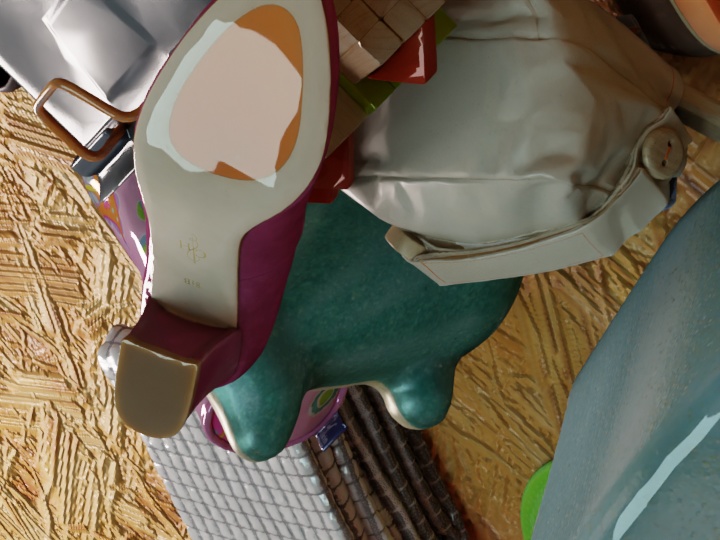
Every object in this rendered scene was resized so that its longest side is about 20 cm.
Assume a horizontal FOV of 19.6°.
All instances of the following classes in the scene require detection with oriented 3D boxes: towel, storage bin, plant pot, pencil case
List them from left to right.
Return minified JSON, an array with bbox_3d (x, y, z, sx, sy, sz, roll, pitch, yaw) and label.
[{"bbox_3d":[-0.099,-0.129,0.818,0.134,0.146,0.200,39,151,-9],"label":"storage bin"},{"bbox_3d":[-0.072,-0.001,1.038,0.087,0.087,0.200,97,150,-47],"label":"pencil case"},{"bbox_3d":[-0.041,0.104,1.166,0.166,0.086,0.200,2,126,48],"label":"towel"},{"bbox_3d":[0.184,0.063,0.762,0.196,0.196,0.200,21,130,2],"label":"plant pot"}]

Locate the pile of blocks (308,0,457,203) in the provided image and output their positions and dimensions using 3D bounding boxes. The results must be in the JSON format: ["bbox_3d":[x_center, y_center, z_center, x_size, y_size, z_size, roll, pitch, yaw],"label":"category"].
[{"bbox_3d":[-0.012,-0.068,0.797,0.062,0.082,0.200,45,144,-6],"label":"pile of blocks"}]

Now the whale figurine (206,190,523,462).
[{"bbox_3d":[0.000,0.000,0.922,0.104,0.200,0.159,-26,100,43],"label":"whale figurine"}]

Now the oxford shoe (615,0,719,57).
[{"bbox_3d":[0.089,-0.164,0.786,0.073,0.071,0.200,-5,119,54],"label":"oxford shoe"}]

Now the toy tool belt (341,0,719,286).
[{"bbox_3d":[0.054,-0.054,0.845,0.200,0.123,0.125,-2,83,51],"label":"toy tool belt"}]

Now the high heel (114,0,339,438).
[{"bbox_3d":[-0.040,-0.036,0.762,0.067,0.096,0.200,19,122,9],"label":"high heel"}]

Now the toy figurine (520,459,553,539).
[{"bbox_3d":[0.099,0.224,1.035,0.150,0.184,0.200,9,129,43],"label":"toy figurine"}]

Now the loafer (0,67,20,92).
[{"bbox_3d":[-0.179,-0.170,1.052,0.072,0.063,0.200,32,150,30],"label":"loafer"}]
